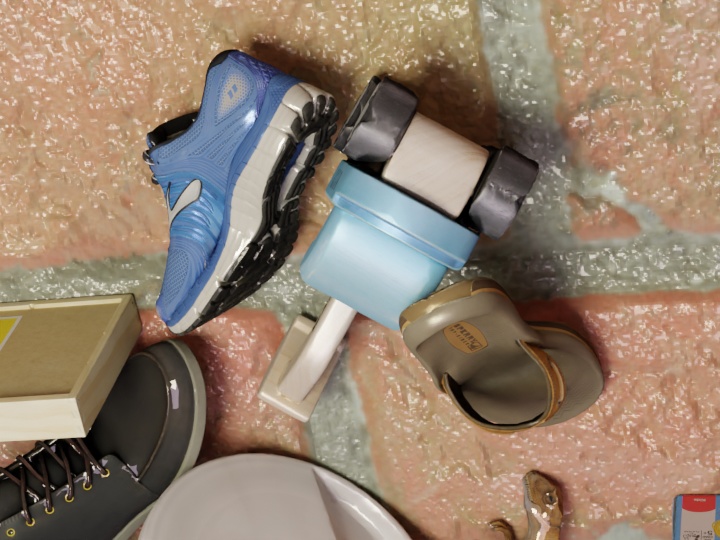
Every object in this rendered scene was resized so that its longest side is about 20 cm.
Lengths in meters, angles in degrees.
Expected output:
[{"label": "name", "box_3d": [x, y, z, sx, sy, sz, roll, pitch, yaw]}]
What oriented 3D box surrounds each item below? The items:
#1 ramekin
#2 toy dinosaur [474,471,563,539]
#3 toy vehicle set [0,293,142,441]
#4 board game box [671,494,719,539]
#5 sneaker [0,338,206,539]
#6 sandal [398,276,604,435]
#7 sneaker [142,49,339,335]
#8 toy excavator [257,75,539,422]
[{"label": "ramekin", "box_3d": [-0.055, 0.220, 1.188, 0.202, 0.203, 0.094, 29, 130, -5]}, {"label": "toy dinosaur", "box_3d": [0.101, 0.227, 1.232, 0.105, 0.061, 0.201, 0, 118, 10]}, {"label": "toy vehicle set", "box_3d": [-0.245, 0.062, 1.177, 0.199, 0.124, 0.027, -4, 118, 14]}, {"label": "board game box", "box_3d": [0.298, 0.236, 1.197, 0.199, 0.056, 0.197, -2, 118, 13]}, {"label": "sneaker", "box_3d": [-0.176, 0.124, 1.197, 0.075, 0.106, 0.200, 54, 126, 31]}, {"label": "sandal", "box_3d": [0.084, 0.061, 1.091, 0.080, 0.054, 0.200, -31, 151, 14]}, {"label": "sneaker", "box_3d": [-0.082, -0.047, 1.122, 0.089, 0.078, 0.201, 39, 129, 17]}, {"label": "toy excavator", "box_3d": [0.000, 0.000, 1.097, 0.100, 0.194, 0.201, 30, 92, -6]}]
